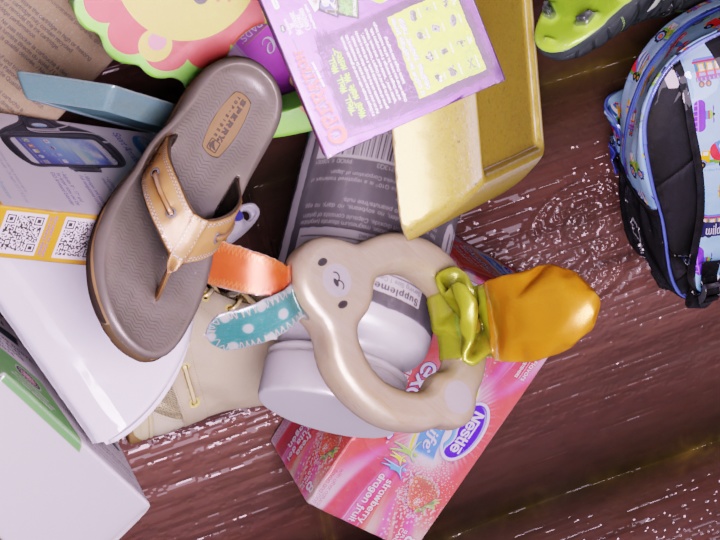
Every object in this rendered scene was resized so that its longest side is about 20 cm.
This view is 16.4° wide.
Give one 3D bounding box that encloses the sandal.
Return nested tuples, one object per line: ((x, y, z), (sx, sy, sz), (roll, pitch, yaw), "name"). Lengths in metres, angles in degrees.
((-0.096, -0.042, 1.470), (0.082, 0.054, 0.201), (39, 67, -22), "sandal")

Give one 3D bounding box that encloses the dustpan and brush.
((-0.134, 0.007, 1.584), (0.200, 0.057, 0.140), (-36, 91, -24), "dustpan and brush")

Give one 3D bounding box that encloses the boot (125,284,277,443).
((-0.095, 0.016, 1.685), (0.154, 0.073, 0.201), (-9, 118, -15), "boot")

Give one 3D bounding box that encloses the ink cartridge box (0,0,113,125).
((-0.262, -0.164, 1.539), (0.165, 0.075, 0.200), (-46, 121, 5), "ink cartridge box")

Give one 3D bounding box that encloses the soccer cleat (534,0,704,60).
((0.192, -0.193, 1.663), (0.200, 0.067, 0.081), (-45, 133, -25), "soccer cleat")

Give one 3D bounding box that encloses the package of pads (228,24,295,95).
((-0.084, -0.198, 1.587), (0.120, 0.076, 0.200), (-42, 121, 3), "package of pads")

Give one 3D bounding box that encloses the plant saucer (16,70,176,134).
((-0.138, -0.098, 1.555), (0.200, 0.069, 0.019), (9, 91, -68), "plant saucer")

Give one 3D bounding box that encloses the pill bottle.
((0.000, 0.000, 1.639), (0.113, 0.113, 0.201), (23, 70, -27), "pill bottle")

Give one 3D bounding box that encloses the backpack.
((0.254, -0.103, 1.705), (0.182, 0.135, 0.201), (-24, 128, -6), "backpack")

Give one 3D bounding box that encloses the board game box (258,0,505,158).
((-0.006, -0.182, 1.472), (0.119, 0.032, 0.201), (-23, 100, -6), "board game box")

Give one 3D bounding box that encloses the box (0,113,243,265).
((-0.172, -0.048, 1.523), (0.199, 0.119, 0.042), (8, 118, -36), "box")

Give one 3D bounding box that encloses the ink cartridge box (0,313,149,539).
((-0.231, 0.089, 1.599), (0.084, 0.200, 0.146), (-42, 122, 3), "ink cartridge box")

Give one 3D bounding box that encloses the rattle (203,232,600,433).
((0.017, 0.022, 1.501), (0.199, 0.143, 0.131), (29, 80, -28), "rattle")

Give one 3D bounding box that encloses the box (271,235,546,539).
((0.040, 0.081, 1.752), (0.102, 0.095, 0.201), (29, 102, -29), "box")

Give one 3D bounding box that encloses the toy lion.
((-0.081, -0.172, 1.525), (0.190, 0.069, 0.201), (-18, 117, -8), "toy lion")

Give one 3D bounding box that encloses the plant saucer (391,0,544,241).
((0.071, -0.133, 1.584), (0.048, 0.200, 0.202), (-1, 100, 21), "plant saucer")
